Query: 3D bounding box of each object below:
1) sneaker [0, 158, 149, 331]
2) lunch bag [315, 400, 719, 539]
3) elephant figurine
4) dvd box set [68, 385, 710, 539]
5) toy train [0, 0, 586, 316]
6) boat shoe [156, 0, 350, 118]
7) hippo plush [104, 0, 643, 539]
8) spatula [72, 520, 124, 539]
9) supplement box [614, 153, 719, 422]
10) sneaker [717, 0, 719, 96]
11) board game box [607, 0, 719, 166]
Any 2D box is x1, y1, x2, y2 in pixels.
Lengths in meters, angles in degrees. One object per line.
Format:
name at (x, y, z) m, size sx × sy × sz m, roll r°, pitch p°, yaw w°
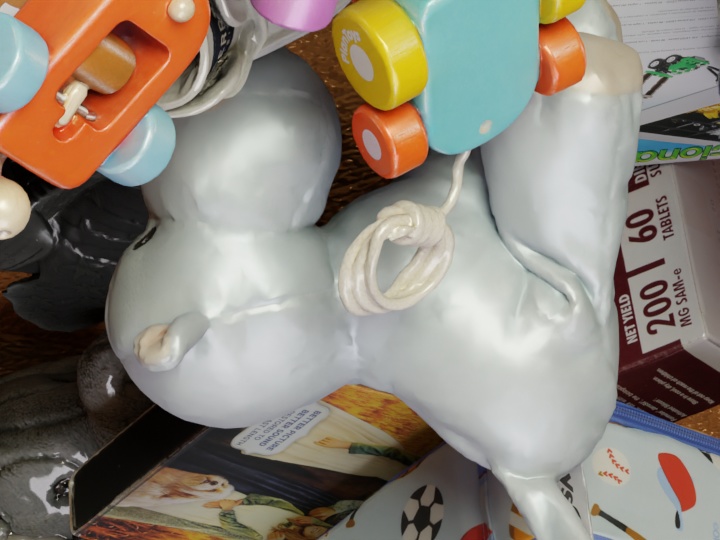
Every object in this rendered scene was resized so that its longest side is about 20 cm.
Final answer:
sneaker at (-0.073, -0.029, 1.058) m, size 0.199 × 0.060 × 0.104 m, roll -23°, pitch 151°, yaw 37°
lunch bag at (0.066, 0.125, 1.082) m, size 0.160 × 0.076 × 0.200 m, roll 18°, pitch 141°, yaw -34°
elephant figurine at (-0.122, 0.083, 1.211) m, size 0.155 × 0.141 × 0.200 m, roll -50°, pitch 143°, yaw 3°
dvd box set at (0.012, 0.080, 1.102) m, size 0.199 × 0.030 × 0.146 m, roll 19°, pitch 141°, yaw -32°
toy train at (-0.024, -0.063, 0.782) m, size 0.150 × 0.056 × 0.200 m, roll -51°, pitch 145°, yaw 10°
boat shoe at (-0.059, -0.073, 0.823) m, size 0.200 × 0.066 × 0.072 m, roll -11°, pitch 126°, yaw -45°
hippo plush at (0.000, 0.000, 0.943) m, size 0.160 × 0.201 × 0.159 m, roll 2°, pitch -176°, yaw -2°
spatula at (-0.040, 0.109, 1.174) m, size 0.200 × 0.057 × 0.021 m, roll 5°, pitch 152°, yaw -46°
supplement box at (0.053, 0.022, 1.148) m, size 0.199 × 0.109 × 0.061 m, roll -25°, pitch 149°, yaw 27°
sneaker at (0.151, -0.074, 0.925) m, size 0.080 × 0.115 × 0.200 m, roll -19°, pitch 135°, yaw 3°
board game box at (0.131, -0.083, 1.043) m, size 0.199 × 0.035 × 0.126 m, roll -5°, pitch 154°, yaw -10°
